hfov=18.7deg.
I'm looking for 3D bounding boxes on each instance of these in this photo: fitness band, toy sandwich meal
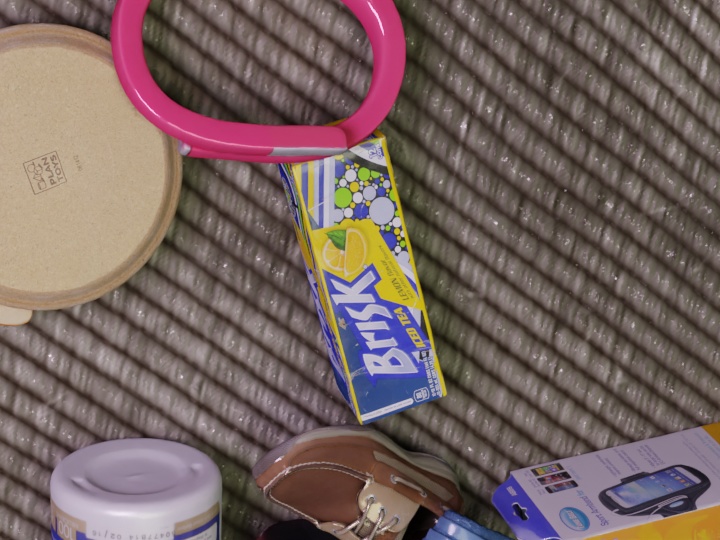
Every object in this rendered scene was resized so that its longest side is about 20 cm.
[{"bbox_3d":[-0.065,-0.143,1.428,0.198,0.037,0.145,2,76,-19],"label":"fitness band"},{"bbox_3d":[-0.213,-0.062,1.433,0.203,0.070,0.207,-2,98,-14],"label":"toy sandwich meal"}]

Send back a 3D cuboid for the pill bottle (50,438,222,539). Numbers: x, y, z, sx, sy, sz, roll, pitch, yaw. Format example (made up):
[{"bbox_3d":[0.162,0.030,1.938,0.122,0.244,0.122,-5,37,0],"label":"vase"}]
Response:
[{"bbox_3d":[-0.155,0.230,1.522,0.119,0.120,0.202,-4,110,-15],"label":"pill bottle"}]

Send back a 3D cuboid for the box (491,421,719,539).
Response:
[{"bbox_3d":[0.200,0.171,1.608,0.198,0.119,0.042,-14,113,-11],"label":"box"}]

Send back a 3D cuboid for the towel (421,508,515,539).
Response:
[{"bbox_3d":[0.046,0.270,1.547,0.111,0.048,0.201,29,90,-55],"label":"towel"}]

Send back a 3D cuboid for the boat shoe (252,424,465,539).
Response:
[{"bbox_3d":[0.009,0.161,1.534,0.199,0.072,0.076,16,130,-44],"label":"boat shoe"}]

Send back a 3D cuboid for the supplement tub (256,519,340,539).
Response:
[{"bbox_3d":[-0.044,0.290,1.584,0.106,0.107,0.201,7,108,-19],"label":"supplement tub"}]

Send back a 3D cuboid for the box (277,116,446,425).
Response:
[{"bbox_3d":[0.000,0.000,1.516,0.070,0.064,0.201,-18,113,-9],"label":"box"}]
